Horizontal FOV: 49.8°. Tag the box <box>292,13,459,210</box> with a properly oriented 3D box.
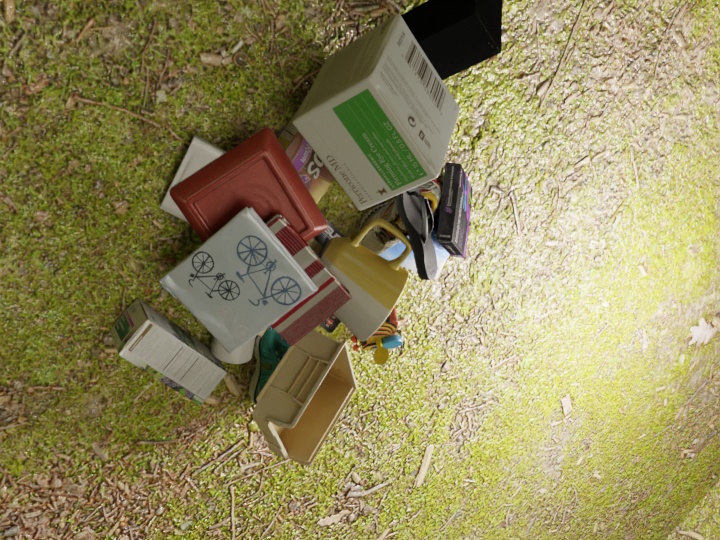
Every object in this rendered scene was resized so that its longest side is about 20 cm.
[{"bbox_3d":[0.030,-0.254,1.262,0.200,0.169,0.202,50,41,-27],"label":"box"}]

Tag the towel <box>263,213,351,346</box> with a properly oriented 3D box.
[{"bbox_3d":[-0.126,0.018,1.297,0.143,0.023,0.201,-37,115,9],"label":"towel"}]

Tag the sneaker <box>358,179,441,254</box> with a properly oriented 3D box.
[{"bbox_3d":[0.065,-0.093,1.427,0.078,0.083,0.199,41,112,-15],"label":"sneaker"}]

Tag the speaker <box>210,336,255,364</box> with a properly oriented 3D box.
[{"bbox_3d":[-0.215,0.062,1.391,0.079,0.081,0.205,0,115,-32],"label":"speaker"}]

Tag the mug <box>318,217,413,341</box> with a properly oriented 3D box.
[{"bbox_3d":[-0.005,0.005,1.400,0.152,0.149,0.189,36,77,-7],"label":"mug"}]

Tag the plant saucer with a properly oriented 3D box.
[{"bbox_3d":[-0.179,-0.094,1.269,0.197,0.037,0.202,-30,114,5],"label":"plant saucer"}]

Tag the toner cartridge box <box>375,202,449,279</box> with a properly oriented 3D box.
[{"bbox_3d":[0.095,-0.058,1.556,0.197,0.043,0.097,20,103,-38],"label":"toner cartridge box"}]

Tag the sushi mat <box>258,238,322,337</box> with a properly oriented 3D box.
[{"bbox_3d":[-0.144,0.017,1.371,0.202,0.012,0.096,-56,145,-9],"label":"sushi mat"}]

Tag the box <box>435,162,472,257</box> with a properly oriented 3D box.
[{"bbox_3d":[0.183,-0.111,1.490,0.200,0.035,0.147,24,72,-73],"label":"box"}]

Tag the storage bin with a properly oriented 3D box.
[{"bbox_3d":[-0.102,0.242,1.466,0.201,0.092,0.202,-57,159,-24],"label":"storage bin"}]

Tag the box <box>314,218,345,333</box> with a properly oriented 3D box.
[{"bbox_3d":[-0.073,0.003,1.477,0.161,0.044,0.200,-49,129,-2],"label":"box"}]

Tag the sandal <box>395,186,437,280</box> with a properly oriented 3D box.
[{"bbox_3d":[0.109,-0.080,1.347,0.076,0.042,0.204,-55,134,-48],"label":"sandal"}]

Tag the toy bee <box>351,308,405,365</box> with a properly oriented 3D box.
[{"bbox_3d":[0.033,0.138,1.576,0.106,0.133,0.203,-12,135,2],"label":"toy bee"}]

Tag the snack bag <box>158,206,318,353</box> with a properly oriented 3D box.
[{"bbox_3d":[-0.197,0.023,1.267,0.198,0.022,0.189,-37,114,10],"label":"snack bag"}]

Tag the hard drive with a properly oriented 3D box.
[{"bbox_3d":[-0.214,-0.117,1.287,0.197,0.025,0.134,27,105,-19],"label":"hard drive"}]

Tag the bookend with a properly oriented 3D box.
[{"bbox_3d":[0.140,-0.435,1.345,0.197,0.203,0.092,-19,138,33],"label":"bookend"}]

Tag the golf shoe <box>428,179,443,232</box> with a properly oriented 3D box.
[{"bbox_3d":[0.111,-0.148,1.477,0.077,0.097,0.198,-24,138,35],"label":"golf shoe"}]

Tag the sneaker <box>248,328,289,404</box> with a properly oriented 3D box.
[{"bbox_3d":[-0.161,0.185,1.491,0.076,0.079,0.205,-4,115,-31],"label":"sneaker"}]

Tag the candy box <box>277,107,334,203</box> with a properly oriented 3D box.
[{"bbox_3d":[-0.098,-0.189,1.355,0.116,0.056,0.201,36,93,-37],"label":"candy box"}]

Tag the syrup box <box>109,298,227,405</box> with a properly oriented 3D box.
[{"bbox_3d":[-0.334,0.144,1.358,0.082,0.079,0.200,-49,129,-1],"label":"syrup box"}]
